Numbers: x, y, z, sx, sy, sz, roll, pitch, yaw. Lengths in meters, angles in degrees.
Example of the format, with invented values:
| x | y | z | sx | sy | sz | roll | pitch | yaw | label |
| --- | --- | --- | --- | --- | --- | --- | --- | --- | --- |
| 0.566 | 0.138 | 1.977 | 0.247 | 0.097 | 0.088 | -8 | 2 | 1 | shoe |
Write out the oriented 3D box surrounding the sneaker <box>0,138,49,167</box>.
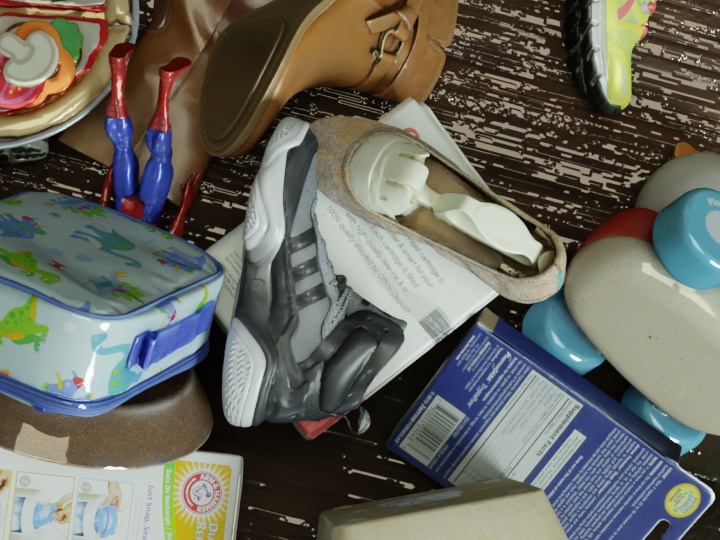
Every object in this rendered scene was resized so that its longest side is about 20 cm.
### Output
| x | y | z | sx | sy | sz | roll | pitch | yaw | label |
| --- | --- | --- | --- | --- | --- | --- | --- | --- | --- |
| -0.306 | -0.127 | 1.240 | 0.199 | 0.077 | 0.085 | 16 | 78 | -3 | sneaker |

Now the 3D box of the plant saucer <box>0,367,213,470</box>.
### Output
| x | y | z | sx | sy | sz | roll | pitch | yaw | label |
| --- | --- | --- | --- | --- | --- | --- | --- | --- | --- |
| -0.188 | 0.063 | 1.169 | 0.199 | 0.200 | 0.035 | 17 | 111 | -3 | plant saucer |

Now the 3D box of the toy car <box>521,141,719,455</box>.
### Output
| x | y | z | sx | sy | sz | roll | pitch | yaw | label |
| --- | --- | --- | --- | --- | --- | --- | --- | --- | --- |
| 0.243 | -0.006 | 1.247 | 0.177 | 0.184 | 0.200 | 39 | 50 | -8 | toy car |

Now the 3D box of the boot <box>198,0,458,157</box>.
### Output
| x | y | z | sx | sy | sz | roll | pitch | yaw | label |
| --- | --- | --- | --- | --- | --- | --- | --- | --- | --- |
| -0.014 | -0.143 | 1.240 | 0.154 | 0.074 | 0.201 | 30 | 88 | -44 | boot |

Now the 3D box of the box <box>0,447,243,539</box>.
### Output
| x | y | z | sx | sy | sz | roll | pitch | yaw | label |
| --- | --- | --- | --- | --- | --- | --- | --- | --- | --- |
| -0.190 | 0.157 | 1.174 | 0.199 | 0.112 | 0.102 | 9 | 84 | -22 | box |

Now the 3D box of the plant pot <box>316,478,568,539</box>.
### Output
| x | y | z | sx | sy | sz | roll | pitch | yaw | label |
| --- | --- | --- | --- | --- | --- | --- | --- | --- | --- |
| 0.057 | 0.234 | 1.163 | 0.198 | 0.200 | 0.178 | -10 | 88 | -5 | plant pot |

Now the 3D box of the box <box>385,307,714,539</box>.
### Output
| x | y | z | sx | sy | sz | roll | pitch | yaw | label |
| --- | --- | --- | --- | --- | --- | --- | --- | --- | --- |
| 0.131 | 0.131 | 1.241 | 0.200 | 0.032 | 0.121 | 36 | 116 | 1 | box |

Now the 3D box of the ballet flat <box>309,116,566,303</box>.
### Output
| x | y | z | sx | sy | sz | roll | pitch | yaw | label |
| --- | --- | --- | --- | --- | --- | --- | --- | --- | --- |
| 0.050 | -0.047 | 1.179 | 0.199 | 0.067 | 0.068 | 27 | 81 | -1 | ballet flat |

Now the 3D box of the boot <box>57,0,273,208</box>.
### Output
| x | y | z | sx | sy | sz | roll | pitch | yaw | label |
| --- | --- | --- | --- | --- | --- | --- | --- | --- | --- |
| -0.150 | -0.170 | 1.276 | 0.188 | 0.068 | 0.201 | 34 | 92 | -5 | boot |

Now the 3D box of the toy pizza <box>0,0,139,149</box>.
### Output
| x | y | z | sx | sy | sz | roll | pitch | yaw | label |
| --- | --- | --- | --- | --- | --- | --- | --- | --- | --- |
| -0.249 | -0.175 | 1.213 | 0.199 | 0.032 | 0.201 | 0 | 69 | -1 | toy pizza |

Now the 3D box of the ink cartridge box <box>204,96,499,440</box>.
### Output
| x | y | z | sx | sy | sz | roll | pitch | yaw | label |
| --- | --- | --- | --- | --- | --- | --- | --- | --- | --- |
| 0.000 | 0.000 | 1.246 | 0.200 | 0.084 | 0.145 | -37 | 87 | -6 | ink cartridge box |

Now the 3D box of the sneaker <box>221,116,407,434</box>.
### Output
| x | y | z | sx | sy | sz | roll | pitch | yaw | label |
| --- | --- | --- | --- | --- | --- | --- | --- | --- | --- |
| -0.023 | 0.007 | 1.166 | 0.113 | 0.075 | 0.201 | 9 | 90 | -3 | sneaker |

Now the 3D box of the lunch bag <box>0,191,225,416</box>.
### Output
| x | y | z | sx | sy | sz | roll | pitch | yaw | label |
| --- | --- | --- | --- | --- | --- | --- | --- | --- | --- |
| -0.180 | 0.019 | 1.117 | 0.160 | 0.200 | 0.083 | 20 | 107 | 14 | lunch bag |

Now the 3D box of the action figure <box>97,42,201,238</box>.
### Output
| x | y | z | sx | sy | sz | roll | pitch | yaw | label |
| --- | --- | --- | --- | --- | --- | --- | --- | --- | --- |
| -0.148 | -0.051 | 1.219 | 0.065 | 0.052 | 0.201 | 14 | 116 | 10 | action figure |

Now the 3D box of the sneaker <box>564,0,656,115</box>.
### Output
| x | y | z | sx | sy | sz | roll | pitch | yaw | label |
| --- | --- | --- | --- | --- | --- | --- | --- | --- | --- |
| 0.195 | -0.210 | 1.287 | 0.090 | 0.078 | 0.201 | 3 | 84 | -6 | sneaker |
